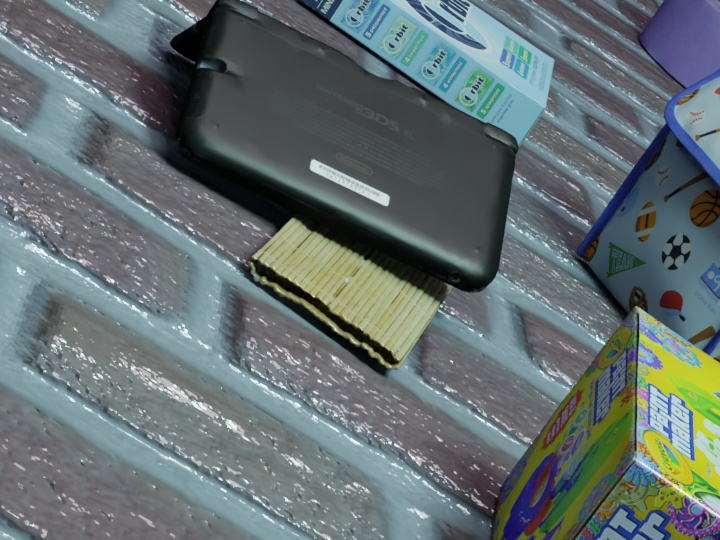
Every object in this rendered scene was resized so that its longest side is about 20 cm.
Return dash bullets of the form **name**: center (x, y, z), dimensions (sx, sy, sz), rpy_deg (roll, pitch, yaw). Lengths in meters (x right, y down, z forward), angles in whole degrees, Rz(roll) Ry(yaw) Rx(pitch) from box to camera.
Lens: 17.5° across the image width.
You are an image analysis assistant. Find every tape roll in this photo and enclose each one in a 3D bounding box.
- **tape roll**: center (0.397, -0.223, 2.465), dimensions (0.199, 0.085, 0.200), rpy_deg (32, 17, -11)

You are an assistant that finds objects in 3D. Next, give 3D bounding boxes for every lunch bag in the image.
- **lunch bag**: center (0.259, -0.033, 1.533), dimensions (0.123, 0.201, 0.170), rpy_deg (21, 23, -37)

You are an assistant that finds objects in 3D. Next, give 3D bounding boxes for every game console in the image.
- **game console**: center (-0.021, -0.065, 1.364), dimensions (0.199, 0.117, 0.177), rpy_deg (24, 48, -14)

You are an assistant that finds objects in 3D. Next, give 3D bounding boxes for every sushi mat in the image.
- **sushi mat**: center (0.000, 0.000, 1.280), dimensions (0.095, 0.012, 0.200), rpy_deg (35, 17, 2)

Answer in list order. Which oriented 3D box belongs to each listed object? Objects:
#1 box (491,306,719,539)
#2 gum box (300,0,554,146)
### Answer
- **box**: center (0.166, 0.143, 1.043), dimensions (0.192, 0.122, 0.200), rpy_deg (35, 18, -4)
- **gum box**: center (0.055, -0.185, 1.800), dimensions (0.199, 0.045, 0.170), rpy_deg (34, 18, -3)
